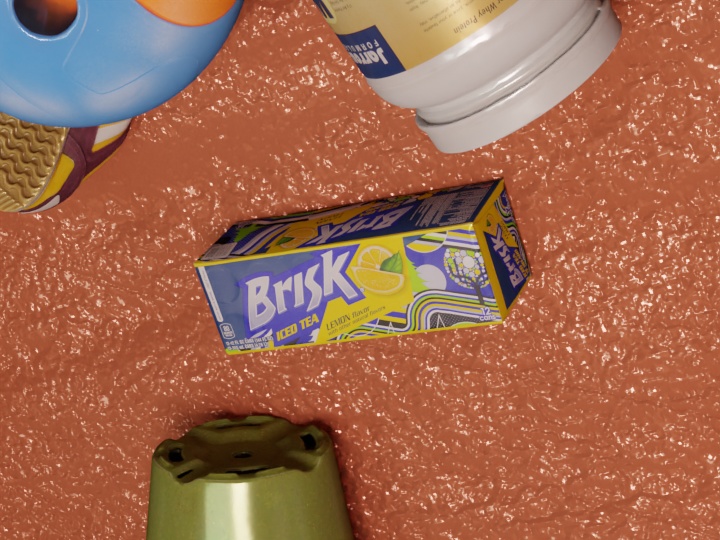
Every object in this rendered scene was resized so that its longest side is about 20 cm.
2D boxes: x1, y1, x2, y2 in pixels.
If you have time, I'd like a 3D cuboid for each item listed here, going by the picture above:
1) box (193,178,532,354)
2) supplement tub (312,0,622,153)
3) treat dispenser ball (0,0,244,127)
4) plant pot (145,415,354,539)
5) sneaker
[{"bbox_3d":[0.000,0.000,1.082,0.198,0.064,0.071,-8,113,29],"label":"box"},{"bbox_3d":[0.036,-0.177,0.913,0.144,0.145,0.201,-24,111,33],"label":"supplement tub"},{"bbox_3d":[-0.158,-0.179,0.945,0.199,0.201,0.202,11,121,19],"label":"treat dispenser ball"},{"bbox_3d":[-0.074,0.207,1.171,0.198,0.200,0.192,3,106,24],"label":"plant pot"},{"bbox_3d":[-0.168,-0.124,1.096,0.075,0.090,0.200,42,100,8],"label":"sneaker"}]
